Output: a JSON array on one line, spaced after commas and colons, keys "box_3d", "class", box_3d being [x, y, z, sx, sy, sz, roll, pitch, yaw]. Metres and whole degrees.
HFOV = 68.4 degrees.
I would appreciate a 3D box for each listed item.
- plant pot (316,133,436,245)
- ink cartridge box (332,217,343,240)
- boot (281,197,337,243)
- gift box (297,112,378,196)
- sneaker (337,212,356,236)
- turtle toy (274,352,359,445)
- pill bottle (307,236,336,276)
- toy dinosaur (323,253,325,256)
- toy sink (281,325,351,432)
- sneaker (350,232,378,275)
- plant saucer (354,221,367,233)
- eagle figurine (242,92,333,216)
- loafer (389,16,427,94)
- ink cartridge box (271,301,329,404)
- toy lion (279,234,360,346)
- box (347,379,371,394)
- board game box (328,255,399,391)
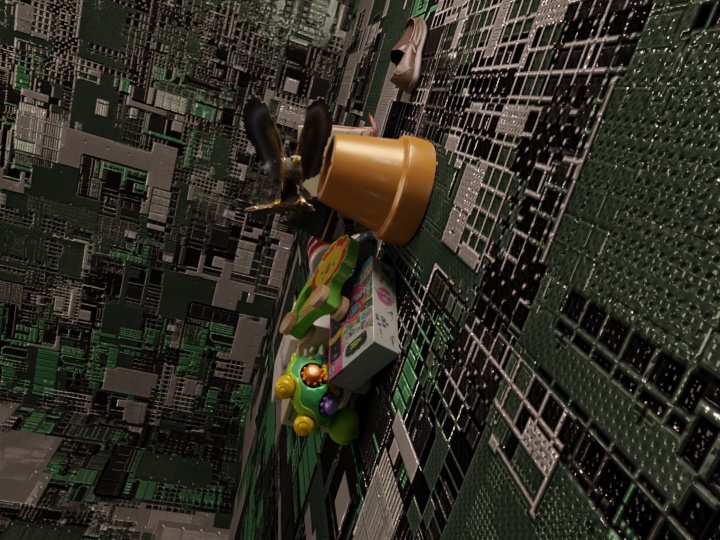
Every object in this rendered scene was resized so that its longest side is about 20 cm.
[{"box_3d": [0.019, -0.167, 0.997, 0.200, 0.180, 0.204, -166, 90, -76], "class": "plant pot"}, {"box_3d": [-0.046, -0.159, 1.505, 0.200, 0.066, 0.119, -117, 44, -69], "class": "ink cartridge box"}, {"box_3d": [-0.122, -0.189, 1.415, 0.078, 0.136, 0.204, 133, 151, -58], "class": "boot"}, {"box_3d": [-0.044, -0.275, 1.272, 0.185, 0.183, 0.204, -55, -28, -64], "class": "gift box"}, {"box_3d": [-0.018, -0.114, 1.306, 0.200, 0.073, 0.109, -38, -40, -76], "class": "sneaker"}, {"box_3d": [-0.075, 0.243, 1.005, 0.203, 0.100, 0.146, 62, -171, -4], "class": "turtle toy"}, {"box_3d": [-0.095, -0.045, 1.501, 0.200, 0.111, 0.115, -112, 38, -68], "class": "pill bottle"}, {"box_3d": [-0.050, 0.055, 1.172, 0.202, 0.047, 0.089, -104, -4, -47], "class": "toy dinosaur"}, {"box_3d": [-0.088, 0.241, 1.159, 0.113, 0.128, 0.203, -100, 28, -59], "class": "toy sink"}, {"box_3d": [0.000, 0.000, 1.190, 0.202, 0.076, 0.087, 108, 156, -47], "class": "sneaker"}, {"box_3d": [0.029, -0.180, 1.179, 0.200, 0.030, 0.204, 13, -91, -80], "class": "plant saucer"}, {"box_3d": [-0.128, -0.207, 0.968, 0.149, 0.150, 0.205, -4, 87, 39], "class": "eagle figurine"}, {"box_3d": [0.105, -0.503, 1.210, 0.073, 0.070, 0.204, 131, 150, -62], "class": "loafer"}, {"box_3d": [-0.121, 0.210, 1.288, 0.146, 0.144, 0.203, -98, 25, -57], "class": "ink cartridge box"}, {"box_3d": [-0.073, 0.028, 1.069, 0.200, 0.068, 0.194, -40, 28, 42], "class": "toy lion"}, {"box_3d": [0.000, 0.150, 1.074, 0.039, 0.041, 0.203, 119, 159, -47], "class": "box"}, {"box_3d": [0.003, 0.098, 0.991, 0.147, 0.064, 0.202, -44, 31, 35], "class": "board game box"}]
